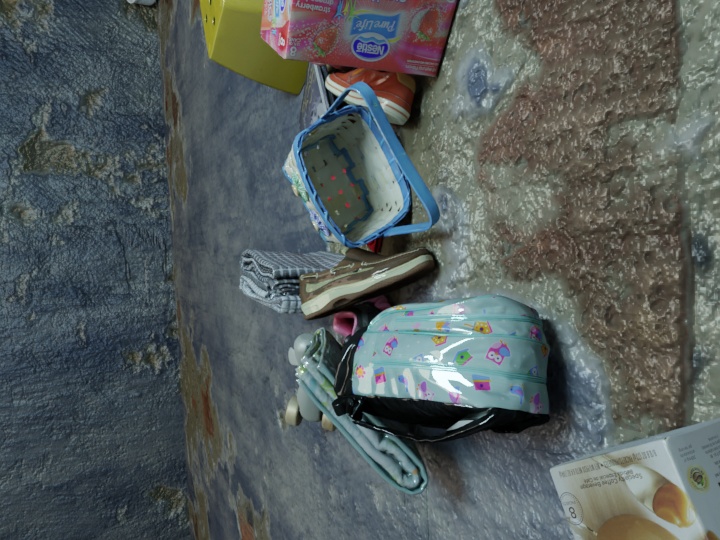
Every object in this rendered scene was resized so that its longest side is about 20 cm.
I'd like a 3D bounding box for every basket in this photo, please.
[{"bbox_3d":[-0.002,-0.115,0.672,0.199,0.138,0.179,-16,108,57],"label":"basket"}]

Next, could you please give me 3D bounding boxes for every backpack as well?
[{"bbox_3d":[0.086,0.096,0.536,0.198,0.164,0.130,-12,75,48],"label":"backpack"}]

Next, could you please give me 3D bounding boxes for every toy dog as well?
[{"bbox_3d":[-0.072,0.182,0.929,0.097,0.129,0.203,-66,0,-55],"label":"toy dog"}]

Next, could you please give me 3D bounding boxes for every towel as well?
[{"bbox_3d":[-0.094,0.011,0.868,0.199,0.162,0.088,15,101,61],"label":"towel"},{"bbox_3d":[0.002,0.163,0.671,0.201,0.048,0.171,49,-177,-4],"label":"towel"}]

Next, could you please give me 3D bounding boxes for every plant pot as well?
[{"bbox_3d":[-0.176,-0.457,0.945,0.200,0.172,0.205,-39,60,57],"label":"plant pot"}]

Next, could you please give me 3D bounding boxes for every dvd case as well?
[{"bbox_3d":[-0.075,-0.251,0.902,0.201,0.016,0.152,117,144,-61],"label":"dvd case"}]

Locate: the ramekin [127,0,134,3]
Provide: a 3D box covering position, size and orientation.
[{"bbox_3d":[-0.966,-1.281,2.405,0.198,0.096,0.206,8,101,47],"label":"ramekin"}]

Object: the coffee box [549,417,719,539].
[{"bbox_3d":[0.226,0.218,0.362,0.115,0.078,0.204,-50,51,54],"label":"coffee box"}]

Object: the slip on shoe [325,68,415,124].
[{"bbox_3d":[0.013,-0.246,0.734,0.062,0.073,0.200,-63,34,9],"label":"slip on shoe"}]

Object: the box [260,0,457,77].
[{"bbox_3d":[-0.002,-0.288,0.605,0.095,0.195,0.105,54,138,45],"label":"box"}]

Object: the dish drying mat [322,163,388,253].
[{"bbox_3d":[-0.014,-0.110,0.849,0.201,0.018,0.078,52,137,47],"label":"dish drying mat"}]

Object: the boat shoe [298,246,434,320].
[{"bbox_3d":[-0.003,0.000,0.704,0.199,0.074,0.077,-22,79,24],"label":"boat shoe"}]

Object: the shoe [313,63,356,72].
[{"bbox_3d":[-0.075,-0.371,0.787,0.071,0.090,0.202,-45,73,34],"label":"shoe"}]

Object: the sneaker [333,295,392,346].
[{"bbox_3d":[0.025,0.107,0.723,0.200,0.093,0.081,45,131,50],"label":"sneaker"}]
